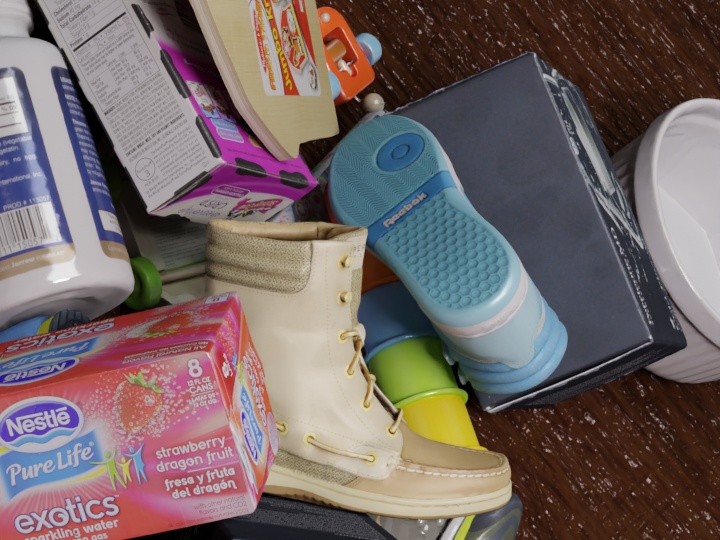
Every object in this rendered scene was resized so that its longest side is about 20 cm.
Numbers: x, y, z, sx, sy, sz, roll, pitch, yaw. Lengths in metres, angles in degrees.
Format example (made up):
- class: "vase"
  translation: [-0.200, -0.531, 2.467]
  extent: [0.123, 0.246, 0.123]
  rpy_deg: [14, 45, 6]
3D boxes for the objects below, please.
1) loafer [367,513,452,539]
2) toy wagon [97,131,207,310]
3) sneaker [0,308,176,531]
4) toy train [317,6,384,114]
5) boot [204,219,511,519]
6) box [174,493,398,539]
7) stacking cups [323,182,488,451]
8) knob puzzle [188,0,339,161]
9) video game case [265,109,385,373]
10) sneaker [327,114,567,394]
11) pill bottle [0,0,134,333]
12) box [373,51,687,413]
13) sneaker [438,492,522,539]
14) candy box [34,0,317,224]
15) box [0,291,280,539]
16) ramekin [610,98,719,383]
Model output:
- class: "loafer"
  translation: [-0.004, 0.149, 1.494]
  extent: [0.200, 0.070, 0.070]
  rpy_deg: [8, 94, -55]
- class: "toy wagon"
  translation: [-0.108, -0.056, 1.529]
  extent: [0.155, 0.040, 0.200]
  rpy_deg: [-14, 78, -43]
- class: "sneaker"
  translation: [-0.150, 0.097, 1.411]
  extent: [0.200, 0.078, 0.066]
  rpy_deg: [47, 32, -37]
- class: "toy train"
  translation: [-0.012, -0.197, 1.673]
  extent: [0.150, 0.056, 0.200]
  rpy_deg: [56, 44, -16]
- class: "boot"
  translation: [-0.002, 0.054, 1.377]
  extent: [0.200, 0.073, 0.156]
  rpy_deg: [10, 98, 1]
- class: "box"
  translation: [-0.044, 0.206, 1.299]
  extent: [0.107, 0.200, 0.149]
  rpy_deg: [9, 91, -12]
- class: "stacking cups"
  translation: [0.018, 0.034, 1.490]
  extent: [0.060, 0.060, 0.200]
  rpy_deg: [-2, 63, -41]
- class: "knob puzzle"
  translation: [-0.071, -0.161, 1.421]
  extent: [0.220, 0.030, 0.220]
  rpy_deg: [-10, 90, -73]
- class: "video game case"
  translation: [0.000, 0.000, 1.562]
  extent: [0.143, 0.018, 0.200]
  rpy_deg: [63, 35, -16]
- class: "sneaker"
  translation: [0.054, 0.001, 1.456]
  extent: [0.131, 0.079, 0.200]
  rpy_deg: [55, 3, -44]
- class: "pill bottle"
  translation: [-0.209, -0.066, 1.398]
  extent: [0.111, 0.111, 0.200]
  rpy_deg: [-6, 73, -42]
- class: "box"
  translation: [0.113, -0.019, 1.579]
  extent: [0.200, 0.124, 0.197]
  rpy_deg: [68, 13, 7]
- class: "sneaker"
  translation: [0.082, 0.230, 1.505]
  extent: [0.074, 0.081, 0.200]
  rpy_deg: [65, 33, -55]
- class: "candy box"
  translation: [-0.119, -0.125, 1.439]
  extent: [0.200, 0.061, 0.136]
  rpy_deg: [62, 18, 15]
- class: "box"
  translation: [-0.152, 0.088, 1.286]
  extent: [0.100, 0.200, 0.096]
  rpy_deg: [-71, 147, -71]
- class: "ramekin"
  translation: [0.244, -0.013, 1.751]
  extent: [0.200, 0.105, 0.200]
  rpy_deg: [21, 55, -34]
